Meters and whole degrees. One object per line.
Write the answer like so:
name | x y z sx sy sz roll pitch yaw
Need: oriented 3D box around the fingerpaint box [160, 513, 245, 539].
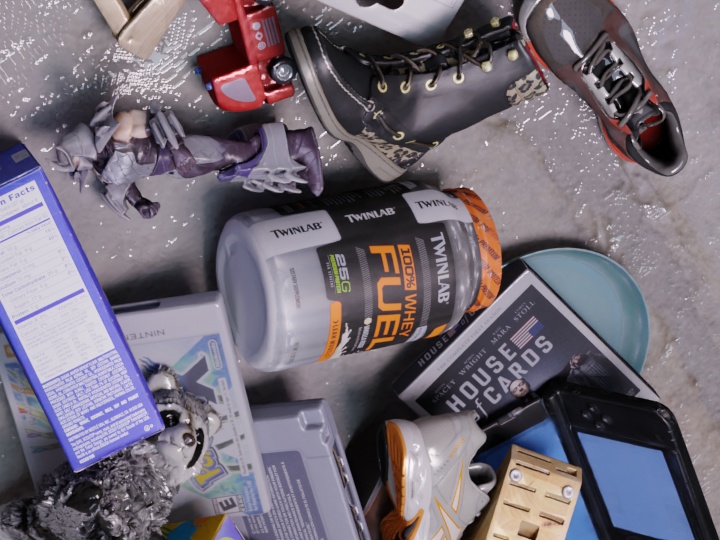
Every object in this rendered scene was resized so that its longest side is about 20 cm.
fingerpaint box | -0.132 0.299 1.706 0.166 0.074 0.201 -13 120 33

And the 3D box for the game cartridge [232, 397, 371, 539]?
game cartridge | -0.067 0.193 1.743 0.132 0.041 0.201 -8 120 13

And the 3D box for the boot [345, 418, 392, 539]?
boot | 0.075 0.208 1.826 0.198 0.064 0.187 7 125 -22

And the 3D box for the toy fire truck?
toy fire truck | -0.131 -0.194 1.538 0.140 0.049 0.201 -19 123 -11

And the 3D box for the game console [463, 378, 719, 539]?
game console | 0.185 0.202 1.779 0.117 0.175 0.201 -49 131 -31

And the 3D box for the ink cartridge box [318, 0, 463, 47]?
ink cartridge box | 0.038 -0.277 1.558 0.161 0.050 0.201 18 113 -36

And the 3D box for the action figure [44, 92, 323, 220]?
action figure | -0.132 -0.082 1.564 0.198 0.130 0.070 -1 78 -24

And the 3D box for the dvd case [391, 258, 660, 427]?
dvd case | 0.139 0.101 1.787 0.150 0.025 0.200 -45 124 5

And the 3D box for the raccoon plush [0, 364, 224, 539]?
raccoon plush | -0.199 0.141 1.643 0.097 0.199 0.135 53 53 -41

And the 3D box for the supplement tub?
supplement tub | 0.000 0.000 1.644 0.198 0.123 0.124 -12 121 -23

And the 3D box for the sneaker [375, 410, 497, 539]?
sneaker | 0.067 0.197 1.731 0.091 0.076 0.201 -14 130 -15

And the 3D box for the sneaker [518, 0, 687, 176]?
sneaker | 0.201 -0.149 1.674 0.077 0.082 0.200 -43 124 4

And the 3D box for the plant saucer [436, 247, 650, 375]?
plant saucer | 0.147 0.066 1.802 0.198 0.027 0.202 -10 120 -17

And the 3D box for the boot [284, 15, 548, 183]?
boot | 0.042 -0.148 1.568 0.153 0.074 0.204 -26 153 11

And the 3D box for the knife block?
knife block | 0.106 0.248 1.786 0.063 0.176 0.202 19 84 -9

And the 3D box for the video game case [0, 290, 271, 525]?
video game case | -0.175 0.115 1.666 0.180 0.022 0.201 -8 121 6

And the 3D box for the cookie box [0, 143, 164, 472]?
cookie box | -0.219 0.021 1.513 0.075 0.171 0.201 -26 102 -7
